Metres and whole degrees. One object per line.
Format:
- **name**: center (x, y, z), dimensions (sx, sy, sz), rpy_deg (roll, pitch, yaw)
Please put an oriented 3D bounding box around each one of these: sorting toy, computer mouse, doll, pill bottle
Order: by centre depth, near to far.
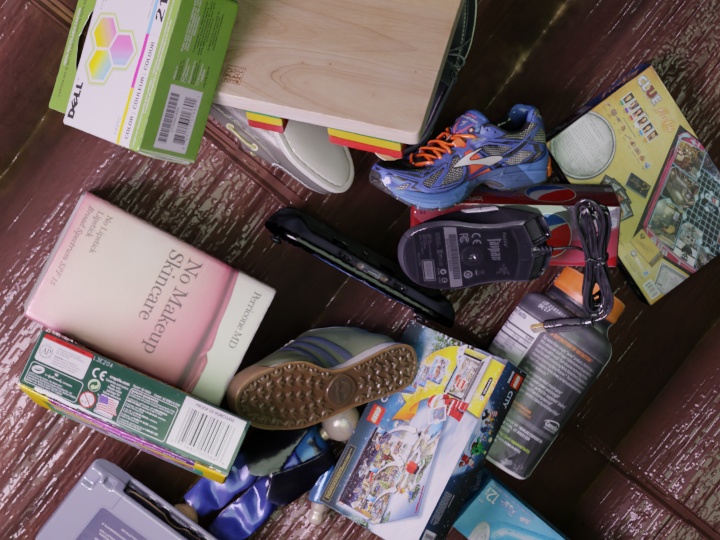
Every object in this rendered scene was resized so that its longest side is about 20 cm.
- **sorting toy**: center (-0.016, -0.205, 1.382), dimensions (0.198, 0.070, 0.200), rpy_deg (12, 63, 11)
- **computer mouse**: center (0.141, -0.002, 1.419), dimensions (0.198, 0.046, 0.141), rpy_deg (-8, 120, 12)
- **pill bottle**: center (0.176, 0.095, 1.492), dimensions (0.106, 0.106, 0.201), rpy_deg (35, 92, -12)
- **doll**: center (-0.081, 0.200, 1.498), dimensions (0.200, 0.048, 0.137), rpy_deg (-39, 100, -7)

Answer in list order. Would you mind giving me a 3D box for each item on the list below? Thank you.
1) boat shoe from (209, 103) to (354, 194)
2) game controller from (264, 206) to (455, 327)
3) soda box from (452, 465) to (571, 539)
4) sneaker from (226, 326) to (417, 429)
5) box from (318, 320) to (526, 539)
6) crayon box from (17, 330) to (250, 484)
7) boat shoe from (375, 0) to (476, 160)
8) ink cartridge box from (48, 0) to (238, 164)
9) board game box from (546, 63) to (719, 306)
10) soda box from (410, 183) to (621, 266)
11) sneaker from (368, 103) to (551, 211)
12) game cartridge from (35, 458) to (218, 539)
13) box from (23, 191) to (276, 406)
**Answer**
- **boat shoe**: center (-0.089, -0.144, 1.439), dimensions (0.202, 0.060, 0.072), rpy_deg (44, 48, -16)
- **game controller**: center (0.000, 0.000, 1.451), dimensions (0.199, 0.104, 0.042), rpy_deg (28, 98, -12)
- **soda box**: center (0.177, 0.285, 1.540), dimensions (0.200, 0.068, 0.064), rpy_deg (40, 91, -12)
- **sneaker**: center (-0.051, 0.097, 1.442), dimensions (0.199, 0.090, 0.068), rpy_deg (-11, 111, -31)
- **box**: center (0.058, 0.161, 1.454), dimensions (0.038, 0.136, 0.201), rpy_deg (33, 82, -43)
- **crayon box**: center (-0.203, 0.128, 1.386), dimensions (0.199, 0.173, 0.059), rpy_deg (24, 79, -2)
- **boat shoe**: center (0.063, -0.198, 1.454), dimensions (0.074, 0.062, 0.201), rpy_deg (21, 94, -9)
- **ink cartridge box**: center (-0.218, -0.193, 1.343), dimensions (0.076, 0.199, 0.149), rpy_deg (8, 100, -54)
- **board game box**: center (0.285, -0.085, 1.519), dimensions (0.135, 0.035, 0.201), rpy_deg (-35, 102, -2)
- **soda box**: center (0.147, -0.045, 1.464), dimensions (0.198, 0.070, 0.064), rpy_deg (1, 112, 2)
- **sneaker**: center (0.093, -0.112, 1.433), dimensions (0.199, 0.075, 0.079), rpy_deg (-16, 120, -30)
- **game cartridge**: center (-0.208, 0.282, 1.466), dimensions (0.200, 0.041, 0.133), rpy_deg (38, 116, -6)
- **box**: center (-0.197, 0.027, 1.416), dimensions (0.199, 0.109, 0.129), rpy_deg (27, 86, -11)
